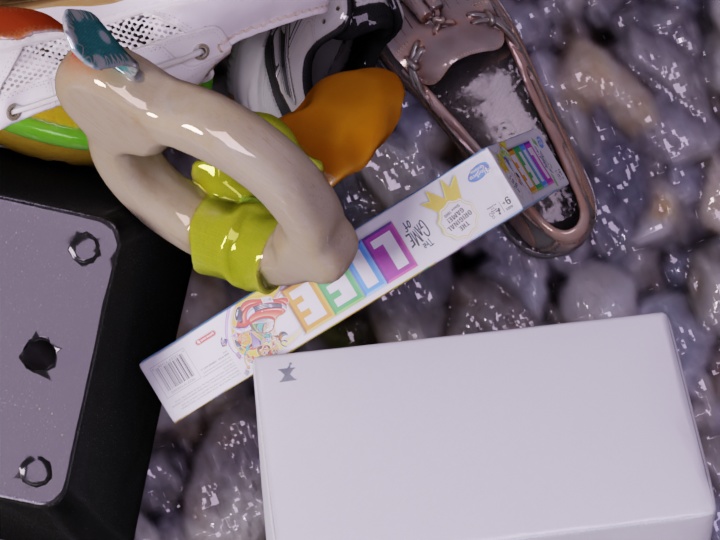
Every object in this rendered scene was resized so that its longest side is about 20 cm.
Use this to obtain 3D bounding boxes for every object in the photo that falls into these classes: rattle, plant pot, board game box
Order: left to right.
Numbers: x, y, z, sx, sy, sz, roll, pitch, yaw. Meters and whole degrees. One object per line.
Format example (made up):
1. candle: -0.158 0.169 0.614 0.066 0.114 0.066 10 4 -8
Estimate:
1. plant pot: -0.193 0.031 1.210 0.199 0.177 0.201 13 87 -2
2. rattle: -0.065 -0.093 1.106 0.143 0.130 0.200 -49 118 -11
3. board game box: 0.000 0.000 1.215 0.200 0.134 0.034 -32 89 16

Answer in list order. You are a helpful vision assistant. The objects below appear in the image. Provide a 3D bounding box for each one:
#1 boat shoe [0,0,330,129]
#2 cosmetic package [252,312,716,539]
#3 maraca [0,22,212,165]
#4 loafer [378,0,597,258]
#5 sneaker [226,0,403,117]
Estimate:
1. boat shoe: -0.102 -0.104 1.169 0.199 0.071 0.070 -14 104 -20
2. cosmetic package: 0.055 0.135 1.196 0.198 0.200 0.123 -6 49 -4
3. maraca: -0.169 -0.122 1.250 0.199 0.137 0.107 25 132 7
4. loafer: 0.062 -0.097 1.287 0.072 0.063 0.200 -34 91 -3
5. sneaker: -0.008 -0.155 1.242 0.075 0.088 0.201 -12 120 -37
